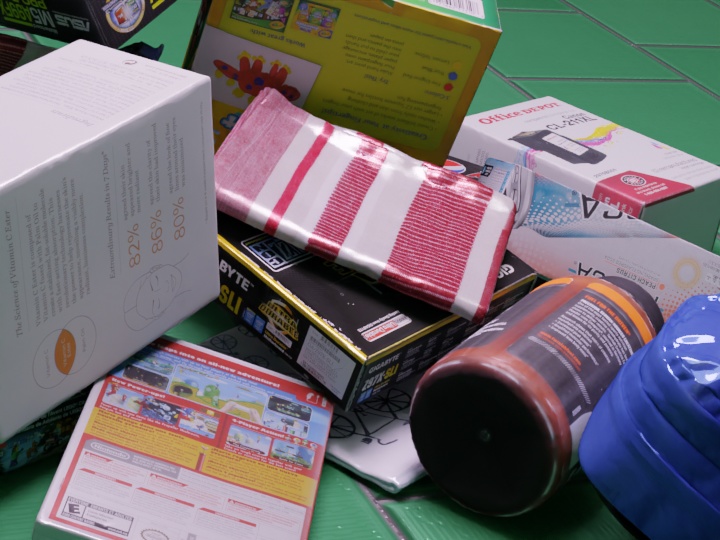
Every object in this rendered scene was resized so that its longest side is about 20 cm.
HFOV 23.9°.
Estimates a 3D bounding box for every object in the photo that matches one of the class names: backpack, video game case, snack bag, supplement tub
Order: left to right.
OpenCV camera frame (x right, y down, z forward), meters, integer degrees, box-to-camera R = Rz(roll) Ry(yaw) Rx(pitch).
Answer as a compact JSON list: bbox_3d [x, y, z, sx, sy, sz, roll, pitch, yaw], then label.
[{"bbox_3d":[-0.093,0.108,0.967,0.142,0.018,0.200,19,30,-4],"label":"video game case"},{"bbox_3d":[0.003,0.074,1.128,0.199,0.022,0.188,26,28,32],"label":"snack bag"},{"bbox_3d":[0.122,0.068,1.069,0.107,0.107,0.200,22,31,26],"label":"supplement tub"},{"bbox_3d":[0.239,0.099,0.955,0.200,0.168,0.162,37,25,14],"label":"backpack"}]

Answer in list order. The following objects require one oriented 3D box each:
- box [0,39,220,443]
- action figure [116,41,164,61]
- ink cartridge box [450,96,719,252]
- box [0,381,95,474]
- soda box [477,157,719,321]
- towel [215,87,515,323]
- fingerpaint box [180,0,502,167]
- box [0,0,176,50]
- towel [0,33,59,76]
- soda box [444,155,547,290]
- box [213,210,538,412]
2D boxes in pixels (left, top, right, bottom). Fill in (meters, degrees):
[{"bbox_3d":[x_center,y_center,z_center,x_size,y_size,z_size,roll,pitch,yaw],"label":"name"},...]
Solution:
[{"bbox_3d":[-0.184,-0.024,0.983,0.106,0.153,0.200,19,34,29],"label":"box"},{"bbox_3d":[-0.212,-0.075,1.168,0.193,0.105,0.200,31,68,7],"label":"action figure"},{"bbox_3d":[0.188,-0.070,1.442,0.199,0.083,0.145,28,30,34],"label":"ink cartridge box"},{"bbox_3d":[-0.242,0.052,1.058,0.199,0.038,0.136,27,29,33],"label":"box"},{"bbox_3d":[0.174,-0.013,1.245,0.199,0.069,0.064,23,1,-18],"label":"soda box"},{"bbox_3d":[0.002,-0.046,1.118,0.199,0.023,0.144,24,34,0],"label":"towel"},{"bbox_3d":[-0.022,-0.147,1.218,0.199,0.167,0.074,13,36,-12],"label":"fingerpaint box"},{"bbox_3d":[-0.182,-0.222,1.145,0.199,0.044,0.160,18,51,40],"label":"box"},{"bbox_3d":[-0.264,-0.138,1.241,0.199,0.023,0.144,14,-24,-24],"label":"towel"},{"bbox_3d":[0.093,-0.041,1.353,0.199,0.071,0.063,21,27,23],"label":"soda box"},{"bbox_3d":[0.000,0.000,1.129,0.159,0.050,0.200,37,35,24],"label":"box"}]
